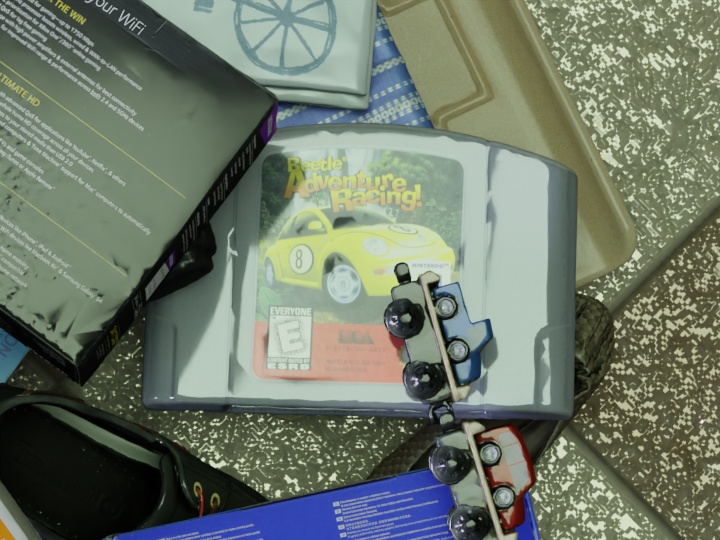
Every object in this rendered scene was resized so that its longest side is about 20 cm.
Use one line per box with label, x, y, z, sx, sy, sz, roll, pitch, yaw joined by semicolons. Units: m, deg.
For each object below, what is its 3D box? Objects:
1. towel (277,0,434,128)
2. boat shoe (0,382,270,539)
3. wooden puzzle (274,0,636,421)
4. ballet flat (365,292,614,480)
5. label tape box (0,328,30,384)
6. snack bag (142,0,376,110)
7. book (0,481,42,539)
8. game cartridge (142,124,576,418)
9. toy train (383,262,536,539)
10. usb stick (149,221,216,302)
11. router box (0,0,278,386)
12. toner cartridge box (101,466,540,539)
towel;-0.038;-0.058;1.268;0.144;0.024;0.201;-24;82;-1
boat shoe;-0.100;0.115;1.228;0.201;0.063;0.074;29;80;-21
wooden puzzle;0.011;-0.046;1.301;0.199;0.046;0.186;-25;81;-2
ballet flat;0.055;0.095;1.258;0.067;0.046;0.200;40;90;-19
label tape box;-0.263;0.021;1.263;0.200;0.063;0.145;36;80;3
snack bag;-0.087;-0.174;1.271;0.199;0.021;0.190;3;81;0
book;-0.213;0.113;1.088;0.133;0.200;0.048;-31;42;-5
game cartridge;0.000;0.000;1.221;0.199;0.041;0.134;1;76;4
toy train;0.055;0.090;1.164;0.046;0.034;0.201;-17;88;-1
usb stick;-0.119;-0.083;1.212;0.055;0.033;0.201;-25;72;14
router box;-0.157;-0.069;1.150;0.200;0.051;0.149;36;77;4
toner cartridge box;-0.014;0.147;1.179;0.199;0.043;0.096;-10;80;-21
